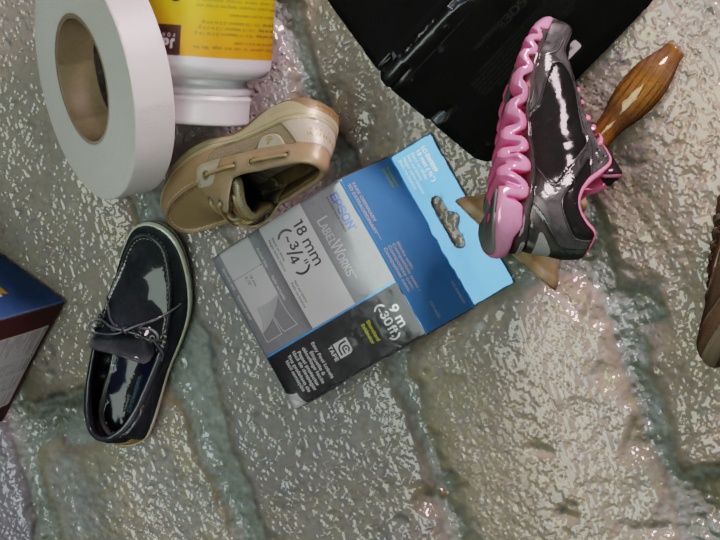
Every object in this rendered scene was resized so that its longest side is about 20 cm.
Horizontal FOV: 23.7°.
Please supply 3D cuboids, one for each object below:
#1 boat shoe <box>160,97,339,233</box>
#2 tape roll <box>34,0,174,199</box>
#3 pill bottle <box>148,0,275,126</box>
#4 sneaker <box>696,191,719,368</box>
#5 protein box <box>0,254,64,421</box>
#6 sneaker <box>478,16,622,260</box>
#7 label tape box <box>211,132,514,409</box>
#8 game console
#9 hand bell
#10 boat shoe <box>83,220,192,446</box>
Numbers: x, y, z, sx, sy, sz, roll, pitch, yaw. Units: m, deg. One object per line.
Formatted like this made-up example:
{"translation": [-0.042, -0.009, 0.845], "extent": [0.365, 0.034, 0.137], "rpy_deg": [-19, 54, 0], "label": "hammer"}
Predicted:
{"translation": [-0.097, -0.070, 1.379], "extent": [0.200, 0.071, 0.065], "rpy_deg": [-31, 45, 43], "label": "boat shoe"}
{"translation": [-0.210, -0.159, 1.393], "extent": [0.203, 0.037, 0.203], "rpy_deg": [36, 134, 49], "label": "tape roll"}
{"translation": [-0.123, -0.219, 1.380], "extent": [0.109, 0.109, 0.201], "rpy_deg": [6, 98, 18], "label": "pill bottle"}
{"translation": [0.296, -0.025, 1.290], "extent": [0.075, 0.070, 0.200], "rpy_deg": [36, 104, 32], "label": "sneaker"}
{"translation": [-0.401, 0.040, 1.459], "extent": [0.198, 0.200, 0.135], "rpy_deg": [34, 106, 13], "label": "protein box"}
{"translation": [0.146, -0.093, 1.259], "extent": [0.095, 0.079, 0.201], "rpy_deg": [11, 67, 0], "label": "sneaker"}
{"translation": [0.000, 0.000, 1.387], "extent": [0.200, 0.063, 0.145], "rpy_deg": [-31, 86, 20], "label": "label tape box"}
{"translation": [0.100, -0.221, 1.351], "extent": [0.176, 0.117, 0.200], "rpy_deg": [37, 110, -20], "label": "game console"}
{"translation": [0.177, -0.093, 1.317], "extent": [0.104, 0.104, 0.200], "rpy_deg": [43, 95, 10], "label": "hand bell"}
{"translation": [-0.193, 0.057, 1.463], "extent": [0.074, 0.062, 0.201], "rpy_deg": [17, 100, 18], "label": "boat shoe"}
